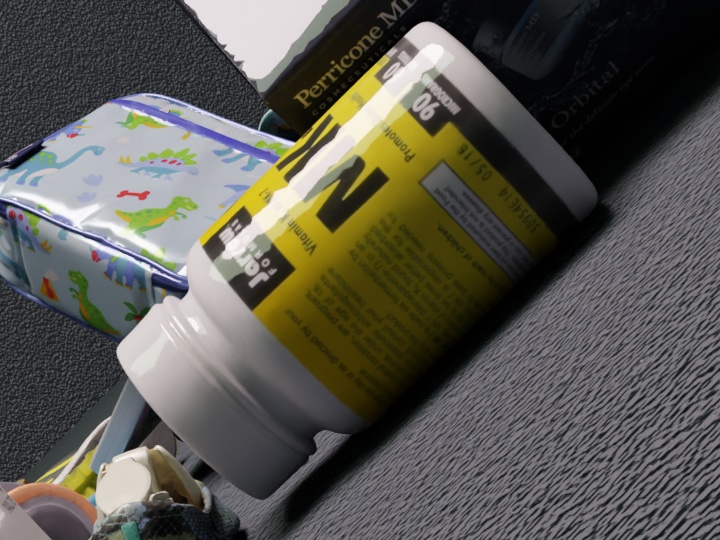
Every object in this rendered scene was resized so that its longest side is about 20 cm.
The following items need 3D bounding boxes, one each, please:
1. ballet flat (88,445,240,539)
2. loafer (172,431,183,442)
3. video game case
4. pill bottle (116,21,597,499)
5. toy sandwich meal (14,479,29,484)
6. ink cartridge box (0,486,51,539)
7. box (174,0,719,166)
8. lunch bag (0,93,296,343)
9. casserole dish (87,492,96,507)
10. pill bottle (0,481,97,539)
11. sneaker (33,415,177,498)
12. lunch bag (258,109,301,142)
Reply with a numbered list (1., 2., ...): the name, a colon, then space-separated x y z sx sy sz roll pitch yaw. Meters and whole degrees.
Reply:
1. ballet flat: -0.092 0.112 0.941 0.074 0.074 0.200 -45 7 -4
2. loafer: -0.052 0.032 1.304 0.201 0.068 0.070 -49 8 -38
3. video game case: -0.094 0.030 1.336 0.200 0.018 0.143 -50 -8 -43
4. pill bottle: -0.004 -0.002 0.922 0.200 0.114 0.114 -45 5 3
5. toy sandwich meal: -0.376 0.279 1.965 0.205 0.070 0.205 -47 8 9
6. ink cartridge box: -0.211 0.184 0.875 0.200 0.146 0.147 -45 4 -2
7. box: 0.046 -0.133 1.023 0.197 0.118 0.200 -44 -40 6
8. lunch bag: -0.109 -0.030 1.242 0.161 0.200 0.083 -35 -45 -38
9. casserole dish: -0.189 0.189 1.296 0.200 0.039 0.121 -38 7 45
10. pill bottle: -0.199 0.174 1.094 0.106 0.106 0.200 -48 6 -40
11. sneaker: -0.209 0.177 1.454 0.200 0.075 0.085 -37 -3 -17
12. lunch bag: 0.042 -0.110 1.283 0.200 0.122 0.170 -12 29 51
